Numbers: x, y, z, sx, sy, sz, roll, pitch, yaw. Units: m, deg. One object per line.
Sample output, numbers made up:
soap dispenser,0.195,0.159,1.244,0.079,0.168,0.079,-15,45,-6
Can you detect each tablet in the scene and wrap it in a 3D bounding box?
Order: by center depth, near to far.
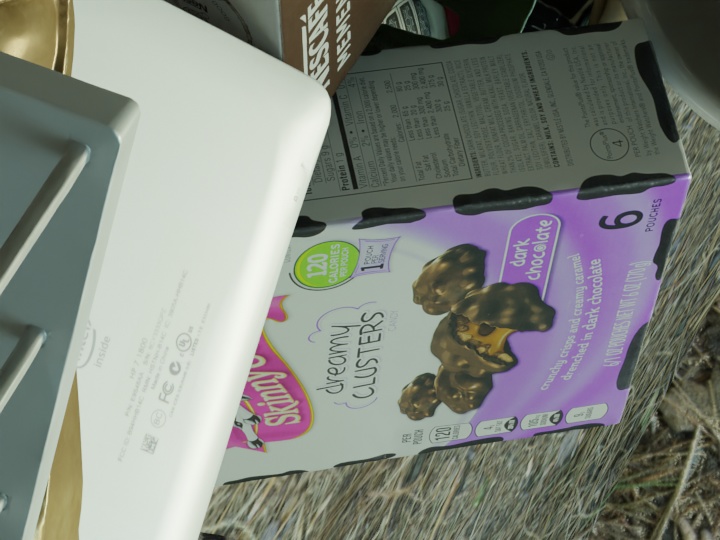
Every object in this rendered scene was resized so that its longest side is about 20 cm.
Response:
tablet,-0.085,0.018,0.689,0.130,0.014,0.201,24,77,-33

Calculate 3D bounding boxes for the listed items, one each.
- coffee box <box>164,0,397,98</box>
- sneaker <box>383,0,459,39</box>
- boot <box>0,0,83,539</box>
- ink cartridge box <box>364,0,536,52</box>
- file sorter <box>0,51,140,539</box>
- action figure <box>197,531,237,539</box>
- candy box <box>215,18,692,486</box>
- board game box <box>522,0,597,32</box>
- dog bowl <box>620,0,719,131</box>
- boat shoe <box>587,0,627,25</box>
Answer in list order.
coffee box,-0.027,-0.141,0.725,0.115,0.079,0.200,-55,165,-23
sneaker,-0.023,-0.035,0.984,0.074,0.081,0.201,-4,126,-40
boot,-0.100,-0.021,0.576,0.175,0.066,0.201,-12,107,-73
ink cartridge box,0.036,-0.166,0.855,0.201,0.103,0.059,-64,166,10
file sorter,-0.147,0.053,0.493,0.125,0.138,0.201,-66,175,-55
action figure,-0.111,0.055,0.715,0.193,0.104,0.201,0,116,-43
candy box,0.000,0.000,0.865,0.168,0.199,0.072,96,-16,-57
board game box,0.057,-0.036,1.013,0.201,0.028,0.135,-68,170,25
dog bowl,0.167,-0.123,0.809,0.059,0.200,0.201,-14,133,-51
boat shoe,0.125,-0.170,0.930,0.072,0.065,0.201,133,-32,-77
